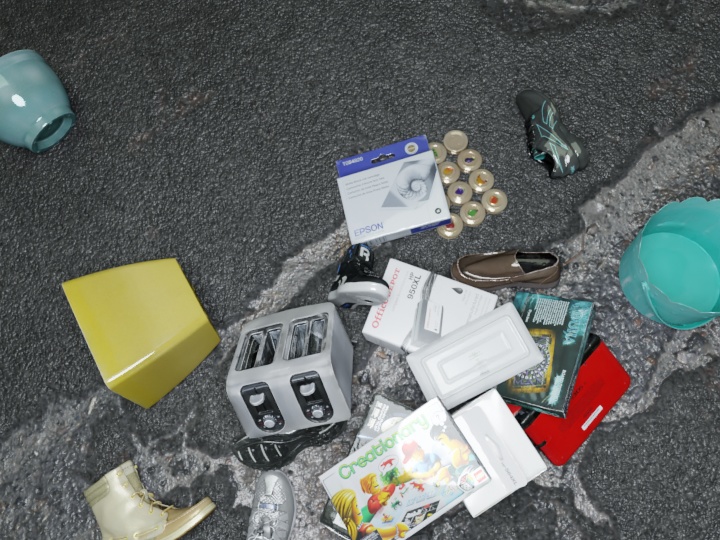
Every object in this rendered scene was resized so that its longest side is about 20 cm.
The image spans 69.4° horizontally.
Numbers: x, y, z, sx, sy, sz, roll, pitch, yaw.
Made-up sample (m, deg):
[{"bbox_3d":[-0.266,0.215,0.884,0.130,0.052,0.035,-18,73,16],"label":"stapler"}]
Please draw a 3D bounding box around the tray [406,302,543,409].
[{"bbox_3d":[0.183,0.140,0.837,0.199,0.022,0.108,-27,75,-1],"label":"tray"}]

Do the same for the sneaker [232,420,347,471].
[{"bbox_3d":[-0.120,0.275,0.888,0.199,0.079,0.075,-21,108,-4],"label":"sneaker"}]

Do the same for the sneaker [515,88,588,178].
[{"bbox_3d":[0.354,-0.266,1.007,0.079,0.075,0.201,-29,71,-1],"label":"sneaker"}]

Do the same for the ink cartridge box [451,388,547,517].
[{"bbox_3d":[0.178,0.272,0.788,0.125,0.200,0.129,-32,71,-5],"label":"ink cartridge box"}]

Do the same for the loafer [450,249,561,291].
[{"bbox_3d":[0.261,-0.011,0.931,0.198,0.071,0.074,-3,53,1],"label":"loafer"}]

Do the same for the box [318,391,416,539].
[{"bbox_3d":[0.026,0.306,0.814,0.086,0.164,0.201,22,75,13],"label":"box"}]

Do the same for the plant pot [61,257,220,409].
[{"bbox_3d":[-0.363,0.096,0.918,0.175,0.200,0.201,-29,71,-16],"label":"plant pot"}]

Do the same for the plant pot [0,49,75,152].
[{"bbox_3d":[-0.697,-0.337,1.096,0.134,0.200,0.200,45,81,-11],"label":"plant pot"}]

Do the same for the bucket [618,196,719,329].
[{"bbox_3d":[0.548,-0.006,0.871,0.205,0.135,0.209,-2,72,6],"label":"bucket"}]

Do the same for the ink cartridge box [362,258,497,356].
[{"bbox_3d":[0.120,0.084,0.915,0.198,0.084,0.146,20,77,12],"label":"ink cartridge box"}]

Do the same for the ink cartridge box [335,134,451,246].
[{"bbox_3d":[0.058,-0.161,1.012,0.198,0.041,0.202,-16,72,7],"label":"ink cartridge box"}]

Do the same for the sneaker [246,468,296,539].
[{"bbox_3d":[-0.148,0.426,0.837,0.074,0.082,0.202,-2,72,6],"label":"sneaker"}]

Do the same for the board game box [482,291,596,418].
[{"bbox_3d":[0.297,0.131,0.862,0.134,0.028,0.201,9,59,37],"label":"board game box"}]

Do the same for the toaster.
[{"bbox_3d":[-0.105,0.157,0.864,0.179,0.119,0.201,-13,32,10],"label":"toaster"}]

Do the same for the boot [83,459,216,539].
[{"bbox_3d":[-0.357,0.390,0.876,0.199,0.073,0.156,-30,74,2],"label":"boot"}]

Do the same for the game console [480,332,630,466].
[{"bbox_3d":[0.325,0.192,0.895,0.200,0.119,0.172,-45,104,-8],"label":"game console"}]

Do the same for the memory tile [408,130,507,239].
[{"bbox_3d":[0.183,-0.173,1.026,0.152,0.017,0.201,-27,71,-3],"label":"memory tile"}]

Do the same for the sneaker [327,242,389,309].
[{"bbox_3d":[0.000,0.000,0.899,0.073,0.200,0.113,21,75,-19],"label":"sneaker"}]

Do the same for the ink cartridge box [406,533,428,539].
[{"bbox_3d":[0.022,0.505,0.792,0.198,0.084,0.146,-13,71,3],"label":"ink cartridge box"}]

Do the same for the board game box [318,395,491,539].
[{"bbox_3d":[0.058,0.279,0.703,0.199,0.035,0.127,-35,71,2],"label":"board game box"}]
